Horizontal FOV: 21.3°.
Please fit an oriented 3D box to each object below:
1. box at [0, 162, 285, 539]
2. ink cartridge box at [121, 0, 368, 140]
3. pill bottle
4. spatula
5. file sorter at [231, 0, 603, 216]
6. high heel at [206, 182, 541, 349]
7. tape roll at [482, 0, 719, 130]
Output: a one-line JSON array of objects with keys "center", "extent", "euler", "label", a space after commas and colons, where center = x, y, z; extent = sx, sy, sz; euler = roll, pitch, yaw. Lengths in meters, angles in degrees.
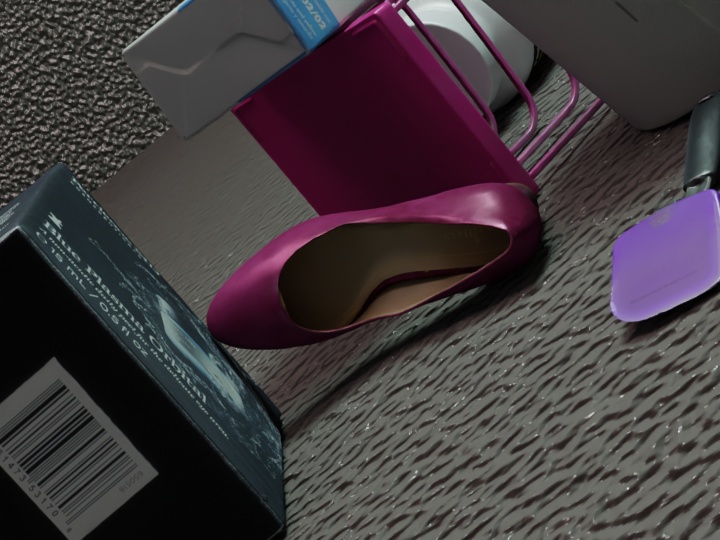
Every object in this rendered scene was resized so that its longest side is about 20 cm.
[{"center": [-0.143, 0.065, 0.989], "extent": [0.117, 0.197, 0.200], "euler": [-39, 11, 5], "label": "box"}, {"center": [-0.043, -0.170, 1.160], "extent": [0.115, 0.068, 0.200], "euler": [-30, 12, 37], "label": "ink cartridge box"}, {"center": [0.081, -0.180, 1.374], "extent": [0.112, 0.113, 0.200], "euler": [-33, 15, 35], "label": "pill bottle"}, {"center": [0.146, -0.036, 0.852], "extent": [0.056, 0.021, 0.200], "euler": [-29, 15, 28], "label": "spatula"}, {"center": [0.042, -0.110, 1.182], "extent": [0.125, 0.139, 0.200], "euler": [-46, 12, -28], "label": "file sorter"}, {"center": [0.000, 0.000, 1.008], "extent": [0.199, 0.068, 0.096], "euler": [-25, 6, 14], "label": "high heel"}, {"center": [0.161, -0.195, 1.021], "extent": [0.203, 0.139, 0.203], "euler": [-50, 12, 15], "label": "tape roll"}]
